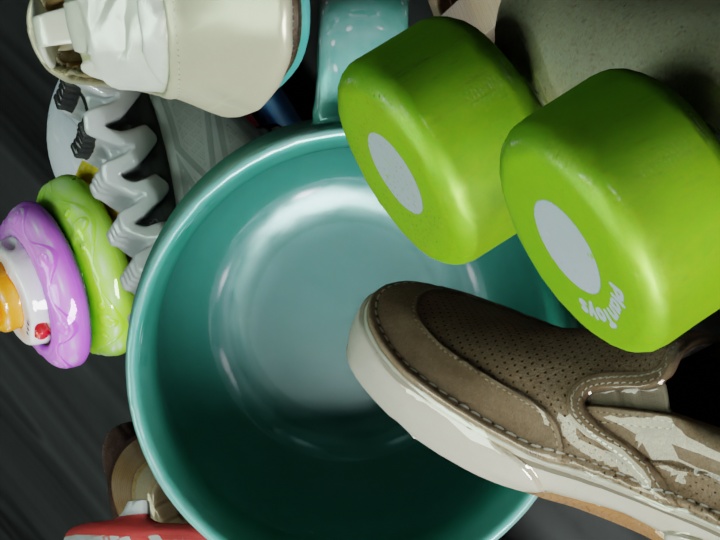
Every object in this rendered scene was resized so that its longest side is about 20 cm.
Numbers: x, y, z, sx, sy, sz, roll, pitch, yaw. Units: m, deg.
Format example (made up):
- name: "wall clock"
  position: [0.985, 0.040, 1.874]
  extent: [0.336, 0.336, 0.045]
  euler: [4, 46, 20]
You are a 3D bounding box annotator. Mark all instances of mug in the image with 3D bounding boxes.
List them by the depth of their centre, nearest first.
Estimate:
- name: "mug"
  position: [0.006, 0.010, 0.833]
  extent: [0.152, 0.186, 0.114]
  euler: [34, -176, -5]

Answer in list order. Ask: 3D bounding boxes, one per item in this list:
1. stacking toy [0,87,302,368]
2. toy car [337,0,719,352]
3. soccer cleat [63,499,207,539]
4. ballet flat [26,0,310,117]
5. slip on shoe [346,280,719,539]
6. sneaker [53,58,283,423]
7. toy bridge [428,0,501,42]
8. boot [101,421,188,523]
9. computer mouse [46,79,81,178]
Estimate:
- name: "stacking toy"
  position: [-0.110, -0.004, 0.988]
  extent: [0.110, 0.199, 0.116]
  euler: [59, 155, 23]
- name: "toy car"
  position: [0.119, 0.006, 0.572]
  extent: [0.158, 0.164, 0.201]
  euler: [28, 146, 62]
- name: "soccer cleat"
  position: [-0.022, 0.144, 0.932]
  extent: [0.069, 0.199, 0.086]
  euler: [127, 157, -75]
- name: "ballet flat"
  position: [-0.073, -0.083, 0.799]
  extent: [0.200, 0.069, 0.070]
  euler: [-166, 59, -72]
- name: "slip on shoe"
  position: [0.086, 0.042, 0.711]
  extent: [0.199, 0.076, 0.061]
  euler: [30, 122, 28]
- name: "sneaker"
  position: [-0.056, -0.011, 0.922]
  extent: [0.075, 0.081, 0.201]
  euler: [171, 82, -75]
- name: "toy bridge"
  position: [0.048, -0.087, 0.799]
  extent: [0.201, 0.027, 0.067]
  euler: [69, 159, 4]
- name: "boot"
  position: [-0.080, 0.176, 1.260]
  extent: [0.166, 0.072, 0.201]
  euler: [-171, 62, -77]
- name: "computer mouse"
  position: [-0.109, -0.028, 1.165]
  extent: [0.200, 0.044, 0.110]
  euler: [52, 151, 36]
